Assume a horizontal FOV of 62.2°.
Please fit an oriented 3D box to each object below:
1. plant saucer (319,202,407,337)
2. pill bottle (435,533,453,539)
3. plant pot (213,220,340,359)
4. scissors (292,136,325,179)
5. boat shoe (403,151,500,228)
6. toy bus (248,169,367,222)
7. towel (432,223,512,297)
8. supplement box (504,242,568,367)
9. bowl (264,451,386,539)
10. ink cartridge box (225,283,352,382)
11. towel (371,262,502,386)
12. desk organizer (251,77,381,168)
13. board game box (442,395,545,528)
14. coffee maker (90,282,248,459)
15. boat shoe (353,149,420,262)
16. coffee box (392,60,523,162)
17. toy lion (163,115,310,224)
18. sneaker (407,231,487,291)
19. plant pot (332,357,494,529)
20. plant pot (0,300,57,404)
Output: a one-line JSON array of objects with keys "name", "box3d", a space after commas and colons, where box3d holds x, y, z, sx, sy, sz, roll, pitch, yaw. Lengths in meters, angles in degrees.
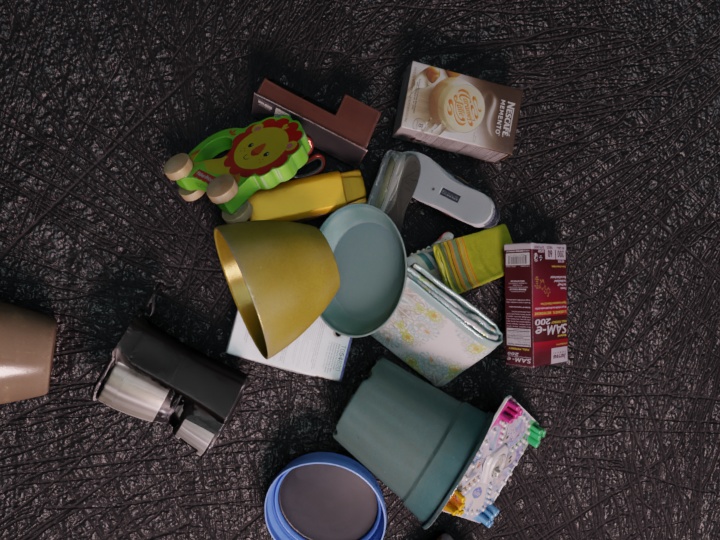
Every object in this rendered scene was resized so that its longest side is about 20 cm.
[{"name": "plant saucer", "box3d": [0.000, 0.000, 0.918, 0.036, 0.197, 0.205, 3, 88, -50]}, {"name": "pill bottle", "box3d": [0.100, 0.539, 0.974, 0.199, 0.112, 0.113, -38, 94, -7]}, {"name": "plant pot", "box3d": [-0.113, 0.007, 0.878, 0.140, 0.200, 0.203, -23, 92, -18]}, {"name": "scissors", "box3d": [-0.156, -0.163, 0.995, 0.197, 0.014, 0.074, -22, 125, 5]}, {"name": "boat shoe", "box3d": [0.146, -0.131, 1.021, 0.199, 0.091, 0.072, 36, 100, 21]}, {"name": "toy bus", "box3d": [-0.087, -0.117, 0.976, 0.196, 0.078, 0.066, -13, 91, -9]}, {"name": "towel", "box3d": [0.200, -0.022, 0.995, 0.198, 0.018, 0.088, -17, 88, -41]}, {"name": "supplement box", "box3d": [0.300, 0.056, 1.019, 0.107, 0.060, 0.205, -1, 90, -40]}, {"name": "bowl", "box3d": [-0.055, 0.382, 0.955, 0.196, 0.039, 0.205, 2, 108, 7]}, {"name": "ink cartridge box", "box3d": [-0.102, 0.063, 0.988, 0.196, 0.041, 0.204, 16, 86, -8]}, {"name": "towel", "box3d": [0.105, 0.090, 0.965, 0.199, 0.171, 0.048, 39, 48, -4]}, {"name": "desk organizer", "box3d": [-0.072, -0.257, 0.980, 0.197, 0.072, 0.078, 25, 72, -8]}, {"name": "board game box", "box3d": [0.225, 0.319, 0.973, 0.202, 0.026, 0.200, -56, 141, -6]}, {"name": "coffee maker", "box3d": [-0.273, 0.154, 0.909, 0.198, 0.135, 0.194, 29, 91, -11]}, {"name": "boat shoe", "box3d": [0.033, -0.100, 0.983, 0.064, 0.074, 0.205, 22, 90, 36]}, {"name": "coffee box", "box3d": [0.164, -0.267, 1.016, 0.196, 0.080, 0.117, 11, 87, -8]}, {"name": "toy lion", "box3d": [-0.181, -0.173, 0.927, 0.198, 0.069, 0.192, 26, 66, 37]}, {"name": "sneaker", "box3d": [0.121, -0.018, 1.017, 0.195, 0.070, 0.095, 4, 76, -10]}, {"name": "plant pot", "box3d": [0.073, 0.253, 0.931, 0.194, 0.200, 0.202, 32, 84, 12]}, {"name": "plant pot", "box3d": [-0.538, 0.118, 0.859, 0.171, 0.199, 0.205, 7, 88, -25]}]
